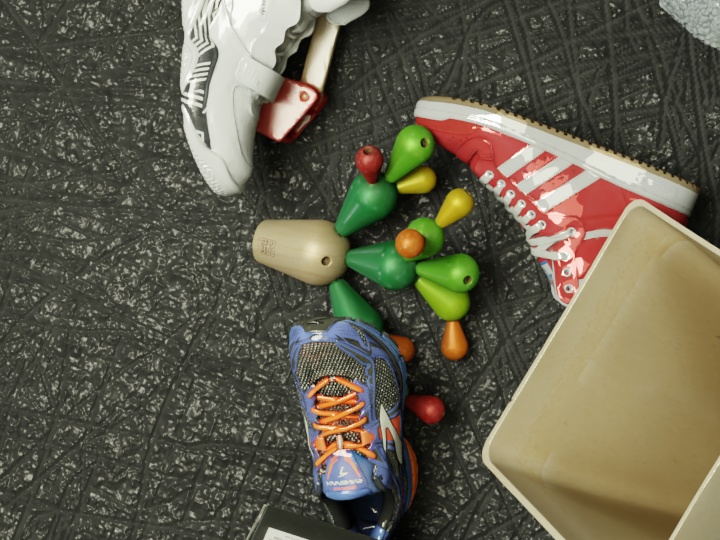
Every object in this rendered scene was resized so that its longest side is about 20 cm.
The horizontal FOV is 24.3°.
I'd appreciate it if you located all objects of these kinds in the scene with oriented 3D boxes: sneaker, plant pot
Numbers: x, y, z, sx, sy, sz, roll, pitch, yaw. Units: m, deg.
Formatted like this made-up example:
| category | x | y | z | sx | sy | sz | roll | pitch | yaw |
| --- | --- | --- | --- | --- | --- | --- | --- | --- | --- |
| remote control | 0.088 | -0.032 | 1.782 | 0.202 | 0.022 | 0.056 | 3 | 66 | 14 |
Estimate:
| category | x | y | z | sx | sy | sz | roll | pitch | yaw |
| --- | --- | --- | --- | --- | --- | --- | --- | --- | --- |
| sneaker | -0.003 | 0.111 | 1.108 | 0.075 | 0.079 | 0.201 | -6 | 128 | 16 |
| plant pot | 0.229 | 0.106 | 1.048 | 0.177 | 0.200 | 0.201 | 27 | 99 | -29 |
| sneaker | 0.116 | -0.040 | 1.129 | 0.199 | 0.071 | 0.113 | 21 | 94 | 6 |
| sneaker | -0.056 | -0.150 | 1.099 | 0.114 | 0.075 | 0.201 | -1 | 90 | 10 |

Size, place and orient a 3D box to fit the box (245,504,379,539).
| category | x | y | z | sx | sy | sz | roll | pitch | yaw |
| --- | --- | --- | --- | --- | --- | --- | --- | --- | --- |
| box | 0.008 | 0.266 | 1.122 | 0.199 | 0.086 | 0.164 | 16 | 131 | 8 |

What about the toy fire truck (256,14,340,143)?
| category | x | y | z | sx | sy | sz | roll | pitch | yaw |
| --- | --- | --- | --- | --- | --- | --- | --- | --- | --- |
| toy fire truck | -0.057 | -0.205 | 1.159 | 0.141 | 0.049 | 0.201 | 30 | 97 | 6 |

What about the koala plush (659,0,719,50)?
| category | x | y | z | sx | sy | sz | roll | pitch | yaw |
| --- | --- | --- | --- | --- | --- | --- | --- | --- | --- |
| koala plush | 0.223 | -0.272 | 1.058 | 0.200 | 0.184 | 0.178 | 36 | 131 | 18 |

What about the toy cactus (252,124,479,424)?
| category | x | y | z | sx | sy | sz | roll | pitch | yaw |
| --- | --- | --- | --- | --- | --- | --- | --- | --- | --- |
| toy cactus | 0.000 | 0.000 | 1.142 | 0.164 | 0.102 | 0.201 | 11 | 116 | 25 |
